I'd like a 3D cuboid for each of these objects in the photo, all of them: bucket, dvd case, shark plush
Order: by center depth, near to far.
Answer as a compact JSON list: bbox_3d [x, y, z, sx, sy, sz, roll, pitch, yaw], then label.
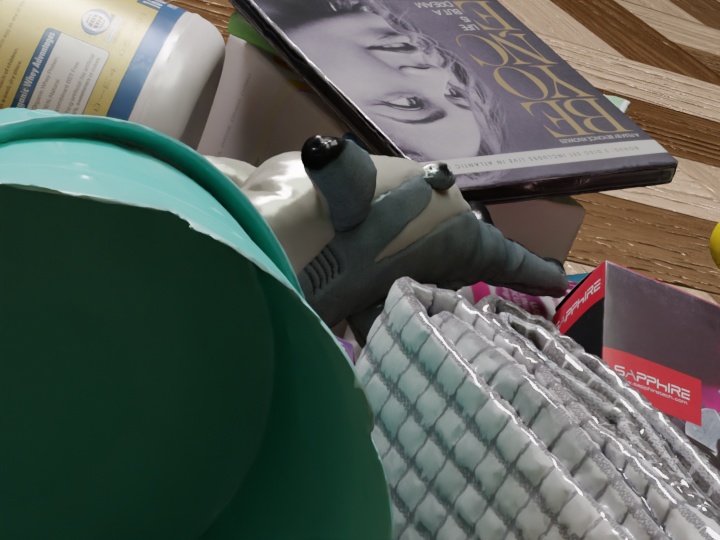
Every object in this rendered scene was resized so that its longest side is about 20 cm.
[{"bbox_3d":[-0.096,0.054,0.538,0.206,0.208,0.135,16,15,-17],"label":"bucket"},{"bbox_3d":[0.000,0.000,0.728,0.090,0.084,0.200,-3,-4,34],"label":"shark plush"},{"bbox_3d":[0.039,-0.097,0.910,0.148,0.016,0.200,-7,41,-35],"label":"dvd case"}]

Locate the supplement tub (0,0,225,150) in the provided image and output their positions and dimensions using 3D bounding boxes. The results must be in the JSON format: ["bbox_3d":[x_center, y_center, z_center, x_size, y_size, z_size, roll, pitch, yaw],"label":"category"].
[{"bbox_3d":[-0.178,-0.084,0.887,0.199,0.145,0.145,22,19,-2],"label":"supplement tub"}]

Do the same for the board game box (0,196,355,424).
[{"bbox_3d":[-0.116,0.032,0.632,0.199,0.120,0.032,27,34,-19],"label":"board game box"}]

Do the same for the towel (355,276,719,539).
[{"bbox_3d":[0.050,0.119,0.570,0.085,0.166,0.200,15,20,-38],"label":"towel"}]

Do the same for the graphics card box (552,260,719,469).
[{"bbox_3d":[0.132,0.103,0.729,0.125,0.051,0.201,22,51,-15],"label":"graphics card box"}]

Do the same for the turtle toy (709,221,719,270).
[{"bbox_3d":[0.239,0.004,0.895,0.200,0.101,0.146,54,5,-27],"label":"turtle toy"}]

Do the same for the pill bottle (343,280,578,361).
[{"bbox_3d":[0.098,0.063,0.848,0.199,0.114,0.113,13,21,-25],"label":"pill bottle"}]

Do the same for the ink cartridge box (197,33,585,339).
[{"bbox_3d":[-0.006,-0.030,0.964,0.128,0.126,0.200,9,23,-34],"label":"ink cartridge box"}]

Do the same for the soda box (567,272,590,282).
[{"bbox_3d":[0.179,0.075,0.983,0.200,0.064,0.068,34,22,29],"label":"soda box"}]

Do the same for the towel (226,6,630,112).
[{"bbox_3d":[0.042,-0.104,0.978,0.199,0.031,0.149,25,17,6],"label":"towel"}]
